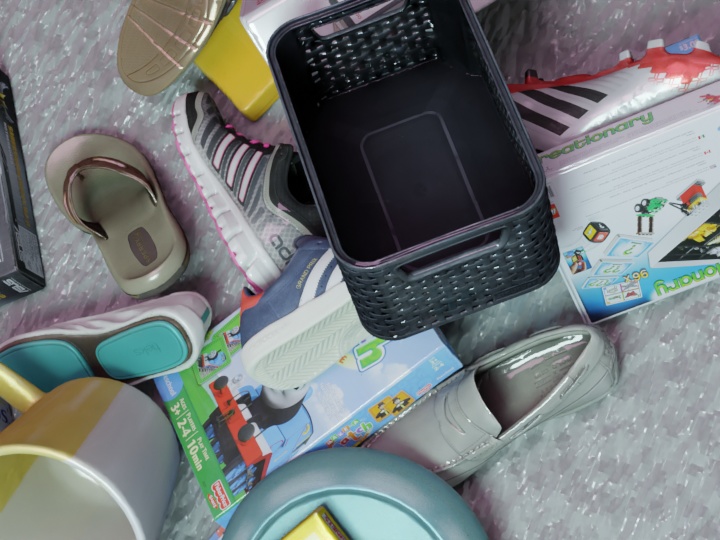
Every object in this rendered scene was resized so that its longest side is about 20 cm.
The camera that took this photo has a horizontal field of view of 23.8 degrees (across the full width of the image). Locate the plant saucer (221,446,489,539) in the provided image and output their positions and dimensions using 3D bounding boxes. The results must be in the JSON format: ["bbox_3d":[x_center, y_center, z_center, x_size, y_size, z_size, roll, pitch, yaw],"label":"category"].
[{"bbox_3d":[-0.005,0.220,1.136,0.198,0.027,0.202,1,95,11],"label":"plant saucer"}]

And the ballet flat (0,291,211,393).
[{"bbox_3d":[-0.190,0.058,1.280,0.199,0.069,0.070,-15,68,31],"label":"ballet flat"}]

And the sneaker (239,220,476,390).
[{"bbox_3d":[0.000,0.000,1.157,0.199,0.075,0.085,-26,51,13],"label":"sneaker"}]

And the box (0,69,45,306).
[{"bbox_3d":[-0.349,-0.054,1.388,0.157,0.048,0.201,-21,66,14],"label":"box"}]

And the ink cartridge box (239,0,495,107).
[{"bbox_3d":[0.018,-0.205,1.225,0.199,0.146,0.084,-31,104,5],"label":"ink cartridge box"}]

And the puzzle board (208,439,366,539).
[{"bbox_3d":[-0.036,0.212,1.199,0.200,0.017,0.151,-47,63,1],"label":"puzzle board"}]

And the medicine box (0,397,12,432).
[{"bbox_3d":[-0.348,0.188,1.279,0.181,0.103,0.201,-26,67,12],"label":"medicine box"}]

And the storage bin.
[{"bbox_3d":[0.033,-0.074,1.080,0.134,0.094,0.201,-20,58,1],"label":"storage bin"}]

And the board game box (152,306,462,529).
[{"bbox_3d":[-0.042,0.072,1.213,0.199,0.037,0.152,-37,45,5],"label":"board game box"}]

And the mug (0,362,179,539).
[{"bbox_3d":[-0.202,0.135,1.190,0.148,0.153,0.188,-13,111,19],"label":"mug"}]

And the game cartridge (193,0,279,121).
[{"bbox_3d":[-0.087,-0.244,1.361,0.176,0.032,0.200,-44,66,3],"label":"game cartridge"}]

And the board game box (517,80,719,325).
[{"bbox_3d":[0.218,-0.051,1.128,0.199,0.127,0.035,-21,31,13],"label":"board game box"}]

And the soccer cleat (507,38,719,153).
[{"bbox_3d":[0.167,-0.101,1.156,0.198,0.069,0.086,-7,79,22],"label":"soccer cleat"}]

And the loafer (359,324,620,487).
[{"bbox_3d":[0.081,0.092,1.158,0.199,0.070,0.070,-31,60,6],"label":"loafer"}]

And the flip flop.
[{"bbox_3d":[-0.193,-0.052,1.304,0.081,0.058,0.200,-40,44,3],"label":"flip flop"}]

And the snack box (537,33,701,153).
[{"bbox_3d":[0.165,-0.074,1.202,0.199,0.037,0.117,-22,66,14],"label":"snack box"}]

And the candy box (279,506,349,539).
[{"bbox_3d":[-0.069,0.256,1.125,0.200,0.026,0.102,-41,84,11],"label":"candy box"}]

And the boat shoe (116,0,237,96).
[{"bbox_3d":[-0.120,-0.224,1.315,0.072,0.065,0.201,32,106,16],"label":"boat shoe"}]

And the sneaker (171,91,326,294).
[{"bbox_3d":[-0.076,-0.069,1.270,0.087,0.074,0.201,-29,51,-1],"label":"sneaker"}]
